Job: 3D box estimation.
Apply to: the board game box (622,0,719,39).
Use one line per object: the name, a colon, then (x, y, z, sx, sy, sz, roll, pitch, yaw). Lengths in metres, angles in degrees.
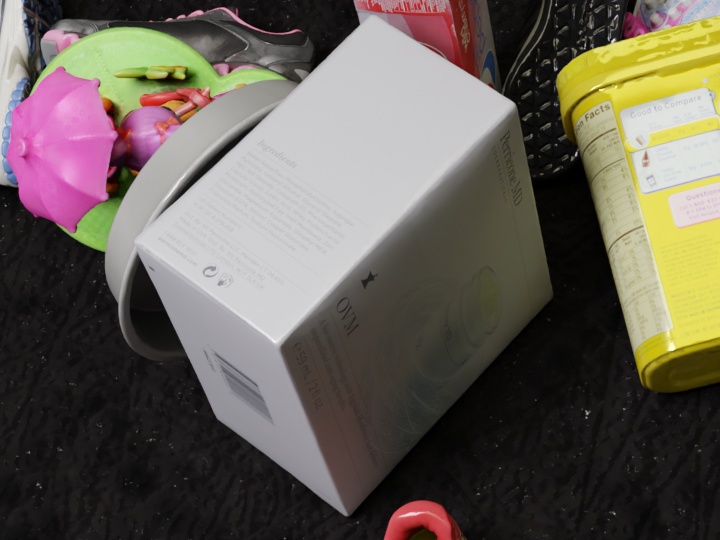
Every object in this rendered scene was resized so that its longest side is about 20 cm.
board game box: (0.261, -0.234, 1.342, 0.199, 0.026, 0.201, -15, 47, 45)

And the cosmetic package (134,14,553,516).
cosmetic package: (0.000, 0.000, 1.203, 0.123, 0.200, 0.200, 33, 69, 29)

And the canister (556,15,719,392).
canister: (0.211, -0.041, 1.234, 0.147, 0.087, 0.202, -14, 67, 5)

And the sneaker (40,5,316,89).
sneaker: (-0.120, -0.146, 1.410, 0.198, 0.079, 0.096, 14, 54, 12)

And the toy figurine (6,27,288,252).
toy figurine: (-0.137, -0.075, 1.264, 0.198, 0.184, 0.152, -3, 97, 7)

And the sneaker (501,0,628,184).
sneaker: (0.139, -0.149, 1.358, 0.071, 0.083, 0.202, 19, 85, -2)

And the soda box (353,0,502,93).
soda box: (0.046, -0.138, 1.283, 0.063, 0.201, 0.071, 7, 59, 15)

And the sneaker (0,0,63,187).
sneaker: (-0.261, -0.146, 1.436, 0.084, 0.077, 0.202, -8, 55, 12)

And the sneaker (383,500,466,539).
sneaker: (0.011, 0.217, 1.126, 0.076, 0.085, 0.201, 6, 58, 17)

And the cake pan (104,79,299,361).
cake pan: (-0.077, -0.034, 1.240, 0.200, 0.201, 0.037, -41, 63, -15)
